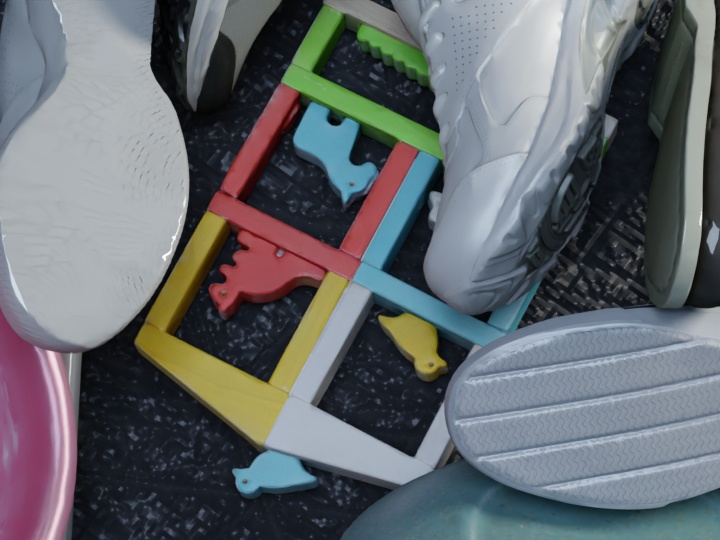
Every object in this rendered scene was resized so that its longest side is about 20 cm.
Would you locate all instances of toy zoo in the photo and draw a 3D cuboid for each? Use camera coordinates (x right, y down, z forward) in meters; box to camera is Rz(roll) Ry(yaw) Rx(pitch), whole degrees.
[{"bbox_3d":[0.000,0.000,1.070,0.131,0.020,0.200,27,78,10],"label":"toy zoo"}]

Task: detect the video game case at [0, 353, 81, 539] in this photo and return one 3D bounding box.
[{"bbox_3d":[-0.203,0.095,1.057,0.182,0.023,0.200,1,76,3],"label":"video game case"}]

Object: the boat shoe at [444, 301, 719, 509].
[{"bbox_3d":[0.127,0.040,0.988,0.200,0.071,0.072,-6,103,-6],"label":"boat shoe"}]

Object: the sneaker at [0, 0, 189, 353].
[{"bbox_3d":[-0.114,-0.051,1.054,0.075,0.088,0.200,11,61,-20],"label":"sneaker"}]

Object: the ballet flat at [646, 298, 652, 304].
[{"bbox_3d":[0.207,0.027,1.038,0.200,0.046,0.067,7,75,5],"label":"ballet flat"}]

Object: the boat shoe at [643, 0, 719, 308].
[{"bbox_3d":[0.141,-0.048,1.005,0.061,0.072,0.201,14,34,-1],"label":"boat shoe"}]

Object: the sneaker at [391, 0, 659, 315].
[{"bbox_3d":[0.052,-0.076,1.047,0.099,0.078,0.200,16,66,14],"label":"sneaker"}]

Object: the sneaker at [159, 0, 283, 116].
[{"bbox_3d":[-0.027,-0.144,1.046,0.079,0.200,0.074,12,30,-20],"label":"sneaker"}]

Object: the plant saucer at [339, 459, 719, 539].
[{"bbox_3d":[0.087,0.114,0.962,0.201,0.039,0.201,6,34,-4],"label":"plant saucer"}]

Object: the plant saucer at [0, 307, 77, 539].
[{"bbox_3d":[-0.199,0.058,0.985,0.200,0.051,0.201,13,68,-35],"label":"plant saucer"}]
